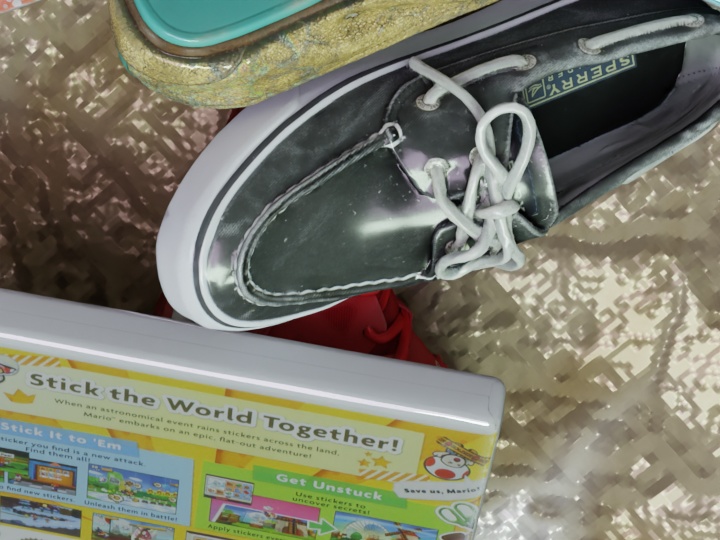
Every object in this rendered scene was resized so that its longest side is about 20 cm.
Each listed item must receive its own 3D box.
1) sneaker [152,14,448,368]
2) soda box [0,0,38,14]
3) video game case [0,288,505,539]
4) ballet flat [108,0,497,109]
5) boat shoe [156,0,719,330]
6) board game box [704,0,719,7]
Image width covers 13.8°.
[{"bbox_3d":[0.000,0.000,0.995,0.115,0.078,0.200,21,125,-9],"label":"sneaker"},{"bbox_3d":[-0.124,-0.185,0.935,0.068,0.064,0.200,-17,108,13],"label":"soda box"},{"bbox_3d":[-0.061,0.077,0.999,0.199,0.023,0.182,10,143,1],"label":"video game case"},{"bbox_3d":[0.018,-0.101,0.896,0.200,0.071,0.071,-22,108,-11],"label":"ballet flat"},{"bbox_3d":[0.034,-0.032,0.913,0.199,0.068,0.074,-23,121,-24],"label":"boat shoe"},{"bbox_3d":[0.185,-0.158,0.908,0.151,0.047,0.200,24,113,-1],"label":"board game box"}]
